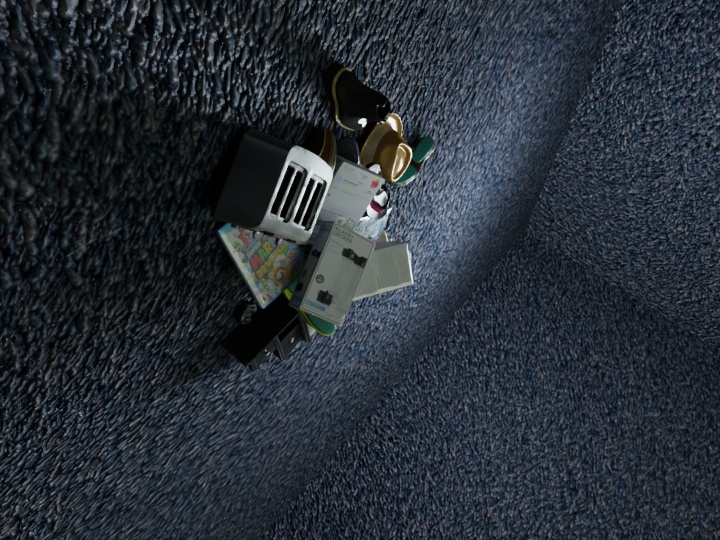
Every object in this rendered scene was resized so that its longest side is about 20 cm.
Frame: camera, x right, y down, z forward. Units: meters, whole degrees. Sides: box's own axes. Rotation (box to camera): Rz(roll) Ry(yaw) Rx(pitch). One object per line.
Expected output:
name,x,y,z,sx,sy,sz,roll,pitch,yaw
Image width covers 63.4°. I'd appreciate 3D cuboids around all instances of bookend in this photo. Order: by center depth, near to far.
bookend,-0.234,0.182,1.489,0.200,0.092,0.199,-45,158,-22

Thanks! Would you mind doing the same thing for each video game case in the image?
video game case,-0.195,-0.042,1.190,0.143,0.018,0.201,-43,126,-28

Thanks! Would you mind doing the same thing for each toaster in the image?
toaster,-0.154,-0.152,1.065,0.201,0.118,0.181,-68,158,1

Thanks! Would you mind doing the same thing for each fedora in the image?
fedora,0.072,-0.283,1.439,0.201,0.082,0.201,-45,153,-30

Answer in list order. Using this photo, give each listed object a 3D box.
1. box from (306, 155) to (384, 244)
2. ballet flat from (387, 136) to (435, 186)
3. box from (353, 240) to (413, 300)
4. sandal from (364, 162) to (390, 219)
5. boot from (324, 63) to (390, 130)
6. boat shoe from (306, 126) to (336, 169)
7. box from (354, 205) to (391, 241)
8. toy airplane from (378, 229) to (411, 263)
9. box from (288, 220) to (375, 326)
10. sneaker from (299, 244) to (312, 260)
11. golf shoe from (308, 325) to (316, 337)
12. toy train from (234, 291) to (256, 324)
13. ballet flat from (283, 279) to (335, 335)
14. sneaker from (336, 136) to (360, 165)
box,-0.051,-0.145,1.302,0.155,0.041,0.201,11,117,-52
ballet flat,0.139,-0.292,1.633,0.200,0.068,0.075,-50,175,-20
box,0.000,0.000,1.409,0.199,0.152,0.107,-14,100,-24
sandal,0.043,-0.181,1.424,0.075,0.045,0.200,-51,155,-17
boot,0.011,-0.318,1.186,0.078,0.138,0.200,-54,161,-1
boat shoe,-0.108,-0.195,1.188,0.074,0.075,0.201,12,96,-38
box,-0.008,-0.101,1.534,0.200,0.040,0.137,-24,145,-52
toy airplane,0.058,-0.031,1.743,0.198,0.142,0.200,21,121,-37
box,-0.061,0.006,1.258,0.116,0.060,0.201,28,80,-28
sneaker,-0.155,-0.046,1.287,0.199,0.074,0.085,-16,108,-49
golf shoe,-0.145,0.098,1.597,0.092,0.072,0.201,-9,121,-55
toy train,-0.236,0.037,1.346,0.046,0.034,0.201,14,110,-57
ballet flat,-0.135,0.074,1.394,0.067,0.200,0.067,-45,-168,-32
sneaker,-0.032,-0.236,1.355,0.201,0.070,0.082,94,7,-46
